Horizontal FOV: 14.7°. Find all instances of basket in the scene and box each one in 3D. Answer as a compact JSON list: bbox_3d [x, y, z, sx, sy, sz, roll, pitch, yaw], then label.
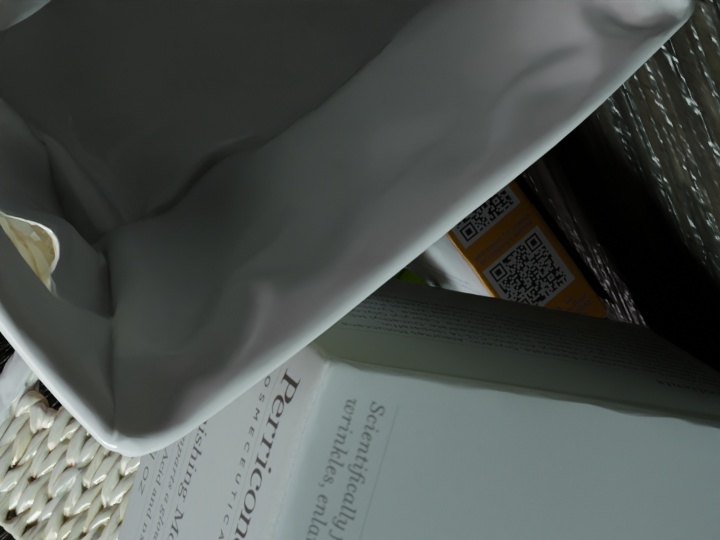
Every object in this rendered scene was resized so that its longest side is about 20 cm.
[{"bbox_3d":[-0.033,-0.066,0.764,0.136,0.200,0.123,52,176,-13],"label":"basket"},{"bbox_3d":[-0.073,0.089,1.500,0.161,0.198,0.200,41,-168,32],"label":"basket"}]

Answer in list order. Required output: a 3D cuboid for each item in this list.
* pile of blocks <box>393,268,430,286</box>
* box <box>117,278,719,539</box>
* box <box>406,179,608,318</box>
[{"bbox_3d":[0.000,0.000,1.111,0.082,0.062,0.200,35,176,15],"label":"pile of blocks"},{"bbox_3d":[0.024,0.114,0.996,0.200,0.199,0.131,11,-168,-28],"label":"box"},{"bbox_3d":[0.011,-0.057,1.116,0.200,0.041,0.119,55,170,-20],"label":"box"}]
